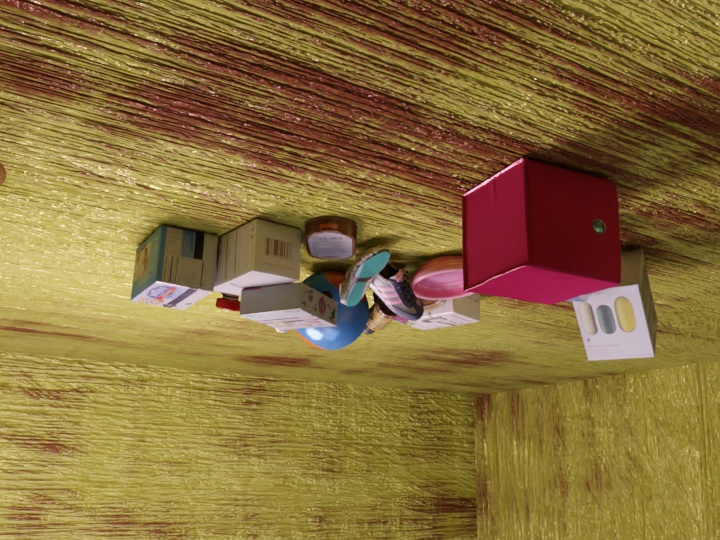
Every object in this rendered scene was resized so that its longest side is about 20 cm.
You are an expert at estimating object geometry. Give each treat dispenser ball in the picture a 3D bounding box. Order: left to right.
[{"bbox_3d":[-0.078,0.100,1.896,0.200,0.202,0.201,1,164,0],"label":"treat dispenser ball"}]

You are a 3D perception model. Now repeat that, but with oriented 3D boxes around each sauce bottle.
[{"bbox_3d":[0.047,0.120,1.939,0.066,0.066,0.200,4,157,-13],"label":"sauce bottle"}]

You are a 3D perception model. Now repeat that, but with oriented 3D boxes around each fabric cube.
[{"bbox_3d":[0.317,-0.062,1.337,0.199,0.197,0.200,10,162,-24],"label":"fabric cube"}]

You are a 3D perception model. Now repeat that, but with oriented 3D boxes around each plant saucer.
[{"bbox_3d":[0.216,0.015,1.828,0.200,0.051,0.201,-4,157,-1],"label":"plant saucer"}]

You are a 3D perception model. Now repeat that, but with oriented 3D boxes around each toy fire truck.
[{"bbox_3d":[-0.304,0.043,1.905,0.199,0.113,0.168,10,180,-27],"label":"toy fire truck"}]

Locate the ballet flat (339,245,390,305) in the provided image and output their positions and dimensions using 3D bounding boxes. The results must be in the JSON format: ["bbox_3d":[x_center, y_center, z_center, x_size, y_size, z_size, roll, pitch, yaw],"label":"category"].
[{"bbox_3d":[0.000,0.000,1.721,0.075,0.064,0.200,4,136,-34],"label":"ballet flat"}]

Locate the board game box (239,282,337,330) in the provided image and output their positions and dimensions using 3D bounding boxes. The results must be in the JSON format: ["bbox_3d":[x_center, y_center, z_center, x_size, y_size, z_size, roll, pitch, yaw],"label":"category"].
[{"bbox_3d":[-0.157,0.084,1.684,0.147,0.065,0.200,-6,163,21],"label":"board game box"}]

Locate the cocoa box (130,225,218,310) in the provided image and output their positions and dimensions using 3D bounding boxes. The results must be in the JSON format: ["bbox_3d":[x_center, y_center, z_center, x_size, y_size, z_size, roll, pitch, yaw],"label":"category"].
[{"bbox_3d":[-0.419,-0.003,1.674,0.131,0.134,0.200,11,160,-30],"label":"cocoa box"}]

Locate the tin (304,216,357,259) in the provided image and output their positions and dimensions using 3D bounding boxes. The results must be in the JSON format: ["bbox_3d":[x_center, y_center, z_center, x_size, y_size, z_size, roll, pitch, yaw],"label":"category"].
[{"bbox_3d":[-0.065,-0.066,1.622,0.111,0.042,0.200,5,164,1],"label":"tin"}]

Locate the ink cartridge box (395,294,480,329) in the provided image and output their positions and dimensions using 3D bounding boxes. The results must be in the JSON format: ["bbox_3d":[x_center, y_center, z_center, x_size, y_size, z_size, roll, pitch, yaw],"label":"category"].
[{"bbox_3d":[0.217,0.105,2.108,0.199,0.084,0.145,-13,160,38],"label":"ink cartridge box"}]

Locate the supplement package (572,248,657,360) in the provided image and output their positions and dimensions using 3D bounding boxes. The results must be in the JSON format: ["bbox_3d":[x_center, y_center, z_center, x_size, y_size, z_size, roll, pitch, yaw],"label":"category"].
[{"bbox_3d":[0.586,0.080,1.726,0.151,0.151,0.201,-8,119,28],"label":"supplement package"}]

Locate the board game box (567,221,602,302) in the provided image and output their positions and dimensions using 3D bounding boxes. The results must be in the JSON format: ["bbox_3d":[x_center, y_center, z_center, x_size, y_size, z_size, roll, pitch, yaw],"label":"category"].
[{"bbox_3d":[0.430,-0.022,1.567,0.151,0.037,0.201,3,130,-9],"label":"board game box"}]

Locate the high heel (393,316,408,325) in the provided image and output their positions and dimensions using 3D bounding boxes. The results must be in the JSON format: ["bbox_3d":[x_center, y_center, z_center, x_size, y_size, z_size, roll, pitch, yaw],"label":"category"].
[{"bbox_3d":[0.105,0.061,1.957,0.096,0.067,0.200,25,130,6],"label":"high heel"}]

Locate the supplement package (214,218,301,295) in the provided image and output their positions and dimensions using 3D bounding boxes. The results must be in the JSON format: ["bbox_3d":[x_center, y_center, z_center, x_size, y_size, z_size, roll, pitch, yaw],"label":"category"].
[{"bbox_3d":[-0.231,-0.022,1.631,0.117,0.118,0.200,12,161,-36],"label":"supplement package"}]

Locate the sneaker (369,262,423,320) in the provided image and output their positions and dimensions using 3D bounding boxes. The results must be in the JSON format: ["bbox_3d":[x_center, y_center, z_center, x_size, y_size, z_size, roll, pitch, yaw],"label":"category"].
[{"bbox_3d":[0.086,0.040,1.783,0.200,0.070,0.082,41,143,-10],"label":"sneaker"}]

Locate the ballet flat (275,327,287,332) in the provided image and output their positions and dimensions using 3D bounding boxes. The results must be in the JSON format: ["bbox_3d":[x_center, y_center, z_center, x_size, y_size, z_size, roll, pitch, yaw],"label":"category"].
[{"bbox_3d":[-0.207,0.055,1.823,0.075,0.201,0.064,-12,-161,-25],"label":"ballet flat"}]

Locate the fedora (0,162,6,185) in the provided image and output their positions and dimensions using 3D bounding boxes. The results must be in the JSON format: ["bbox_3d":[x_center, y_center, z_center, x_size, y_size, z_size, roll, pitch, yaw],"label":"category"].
[{"bbox_3d":[-0.649,-0.183,1.161,0.200,0.082,0.201,-3,160,-1],"label":"fedora"}]

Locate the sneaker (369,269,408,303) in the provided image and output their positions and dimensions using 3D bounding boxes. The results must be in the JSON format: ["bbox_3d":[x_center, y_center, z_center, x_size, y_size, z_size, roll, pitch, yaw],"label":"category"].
[{"bbox_3d":[0.039,0.031,1.917,0.115,0.076,0.200,15,155,-12],"label":"sneaker"}]

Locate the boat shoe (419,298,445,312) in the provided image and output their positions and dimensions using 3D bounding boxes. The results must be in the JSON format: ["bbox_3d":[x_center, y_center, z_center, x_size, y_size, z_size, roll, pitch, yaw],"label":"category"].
[{"bbox_3d":[0.140,0.077,2.037,0.199,0.074,0.066,-13,165,38],"label":"boat shoe"}]
